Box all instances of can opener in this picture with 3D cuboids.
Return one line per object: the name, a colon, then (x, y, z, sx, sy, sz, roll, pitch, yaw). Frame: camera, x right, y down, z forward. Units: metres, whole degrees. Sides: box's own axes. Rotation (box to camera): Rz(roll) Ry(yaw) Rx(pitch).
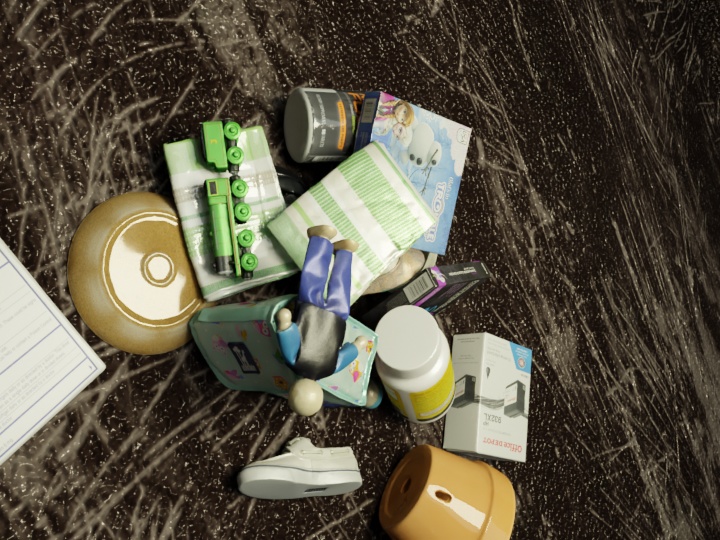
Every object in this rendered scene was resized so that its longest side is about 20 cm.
can opener: (-0.159, -0.115, 0.862, 0.195, 0.079, 0.065, 6, 117, -36)

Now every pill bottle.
pill bottle: (-0.012, -0.222, 0.945, 0.195, 0.105, 0.110, -7, 87, -30)
pill bottle: (0.082, 0.143, 0.920, 0.202, 0.111, 0.117, 70, 38, -57)

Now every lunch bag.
lunch bag: (-0.099, 0.097, 0.780, 0.198, 0.167, 0.126, 32, 63, -43)

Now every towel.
towel: (-0.006, -0.062, 0.830, 0.199, 0.023, 0.154, -41, 96, -12)
towel: (-0.163, -0.078, 0.800, 0.146, 0.030, 0.207, -18, 94, -31)

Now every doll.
doll: (-0.042, 0.060, 0.689, 0.135, 0.048, 0.206, 29, 63, -40)

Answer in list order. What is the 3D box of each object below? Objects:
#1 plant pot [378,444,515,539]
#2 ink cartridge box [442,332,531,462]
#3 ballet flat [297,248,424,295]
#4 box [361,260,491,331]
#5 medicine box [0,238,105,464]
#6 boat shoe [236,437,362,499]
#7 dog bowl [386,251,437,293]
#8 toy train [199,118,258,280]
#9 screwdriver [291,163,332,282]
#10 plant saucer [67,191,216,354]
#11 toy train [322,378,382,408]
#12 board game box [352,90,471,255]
plant pot: (0.120, 0.363, 0.935, 0.139, 0.200, 0.203, 36, 60, -10)
ink cartridge box: (0.232, 0.231, 1.109, 0.142, 0.082, 0.207, 21, 70, -36)
ballet flat: (0.000, 0.000, 0.875, 0.195, 0.069, 0.068, -22, 138, -6)
box: (0.110, 0.040, 0.972, 0.197, 0.142, 0.037, -9, 65, -54)
medicine box: (-0.390, 0.083, 0.592, 0.182, 0.101, 0.203, -46, 111, -35)
boat shoe: (-0.084, 0.270, 0.853, 0.195, 0.071, 0.071, 11, 48, -35)
dog bowl: (0.037, -0.060, 1.000, 0.196, 0.073, 0.208, 7, 78, -39)
toy train: (-0.167, -0.088, 0.767, 0.055, 0.042, 0.207, -7, 86, -18)
screwdriver: (-0.067, -0.078, 0.939, 0.028, 0.029, 0.206, 28, 70, -32)
plant saucer: (-0.257, 0.000, 0.764, 0.196, 0.035, 0.208, 8, 77, -39)
toy train: (-0.011, 0.107, 0.936, 0.115, 0.083, 0.207, 27, 58, -51)
board game box: (0.071, -0.140, 0.930, 0.195, 0.043, 0.207, 8, 96, -39)
